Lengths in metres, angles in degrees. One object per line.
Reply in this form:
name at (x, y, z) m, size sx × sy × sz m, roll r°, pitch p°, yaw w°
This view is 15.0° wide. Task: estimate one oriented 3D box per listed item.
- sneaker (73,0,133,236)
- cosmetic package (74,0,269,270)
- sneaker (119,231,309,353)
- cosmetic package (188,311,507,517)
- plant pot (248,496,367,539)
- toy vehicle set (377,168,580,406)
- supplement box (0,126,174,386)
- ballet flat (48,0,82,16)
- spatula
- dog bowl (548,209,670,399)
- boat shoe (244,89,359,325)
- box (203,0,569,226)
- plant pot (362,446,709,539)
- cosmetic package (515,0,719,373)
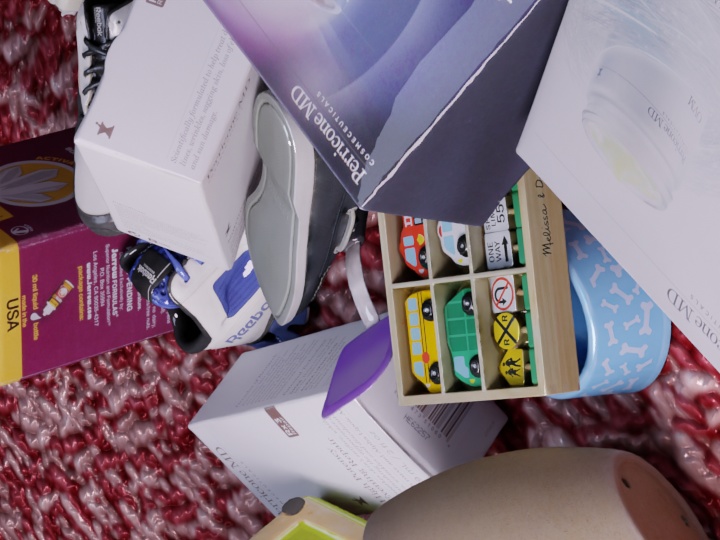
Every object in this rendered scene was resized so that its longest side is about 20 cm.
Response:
sneaker at (-0.153, -0.122, 1.696) m, size 0.073 × 0.080 × 0.201 m, roll 0°, pitch 76°, yaw 26°
cosmetic package at (-0.099, -0.084, 1.574) m, size 0.081 × 0.113 × 0.200 m, roll 20°, pitch 170°, yaw 5°
sneaker at (-0.087, -0.026, 1.718) m, size 0.080 × 0.115 × 0.200 m, roll 33°, pitch 127°, yaw 42°
cosmetic package at (-0.011, 0.094, 1.676) m, size 0.102 × 0.074 × 0.200 m, roll 46°, pitch 149°, yaw -15°
plant pot at (-0.012, 0.260, 1.631) m, size 0.200 × 0.199 × 0.182 m, roll 22°, pitch 142°, yaw 47°
toy vehicle set at (0.059, -0.029, 1.497) m, size 0.124 × 0.026 × 0.201 m, roll -9°, pitch 86°, yaw 50°
supplement box at (-0.186, -0.019, 1.790) m, size 0.131 × 0.199 × 0.104 m, roll 32°, pitch 130°, yaw 44°
ballet flat at (-0.162, -0.175, 1.801) m, size 0.200 × 0.073 × 0.073 m, roll 42°, pitch 137°, yaw 37°
spatula at (0.000, 0.000, 1.605) m, size 0.056 × 0.021 × 0.201 m, roll -35°, pitch 40°, yaw 34°
dog bowl at (0.090, 0.003, 1.537) m, size 0.200 × 0.049 × 0.112 m, roll 33°, pitch 131°, yaw 43°
boat shoe at (-0.026, -0.039, 1.574) m, size 0.076 × 0.060 × 0.200 m, roll 62°, pitch 160°, yaw 24°
box at (0.038, -0.162, 1.403) m, size 0.199 × 0.123 × 0.200 m, roll -50°, pitch 61°, yaw 23°
plant pot at (0.117, 0.174, 1.484) m, size 0.134 × 0.200 × 0.201 m, roll -38°, pitch 71°, yaw 21°
cosmetic package at (0.197, -0.079, 1.278) m, size 0.200 × 0.123 × 0.201 m, roll 49°, pitch 142°, yaw 30°
